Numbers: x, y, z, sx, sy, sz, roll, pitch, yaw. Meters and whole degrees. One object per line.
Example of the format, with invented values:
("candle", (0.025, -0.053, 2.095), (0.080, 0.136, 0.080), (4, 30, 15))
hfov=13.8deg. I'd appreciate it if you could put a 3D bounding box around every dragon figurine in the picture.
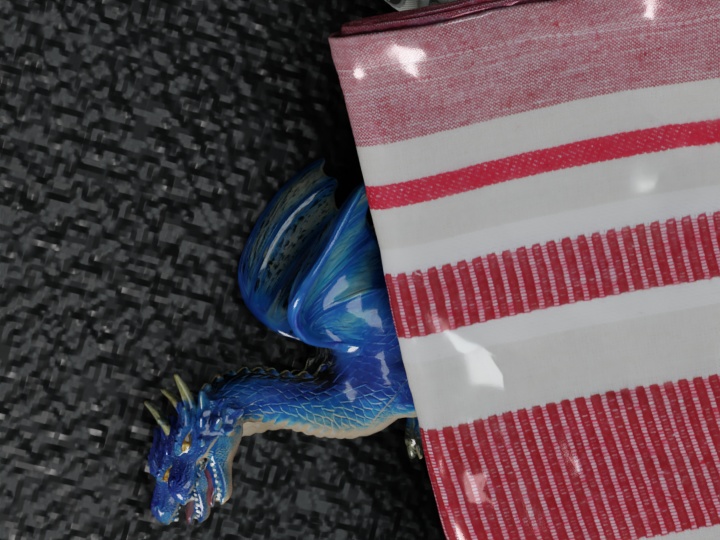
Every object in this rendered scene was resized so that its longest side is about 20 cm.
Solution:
("dragon figurine", (0.000, 0.000, 0.959), (0.099, 0.059, 0.201), (25, 87, -22))

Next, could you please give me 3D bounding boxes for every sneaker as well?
("sneaker", (0.041, -0.090, 0.947), (0.088, 0.074, 0.201), (-21, 81, -16))

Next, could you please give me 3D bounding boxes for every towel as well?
("towel", (0.080, 0.008, 0.914), (0.143, 0.023, 0.201), (-11, 103, 11))
